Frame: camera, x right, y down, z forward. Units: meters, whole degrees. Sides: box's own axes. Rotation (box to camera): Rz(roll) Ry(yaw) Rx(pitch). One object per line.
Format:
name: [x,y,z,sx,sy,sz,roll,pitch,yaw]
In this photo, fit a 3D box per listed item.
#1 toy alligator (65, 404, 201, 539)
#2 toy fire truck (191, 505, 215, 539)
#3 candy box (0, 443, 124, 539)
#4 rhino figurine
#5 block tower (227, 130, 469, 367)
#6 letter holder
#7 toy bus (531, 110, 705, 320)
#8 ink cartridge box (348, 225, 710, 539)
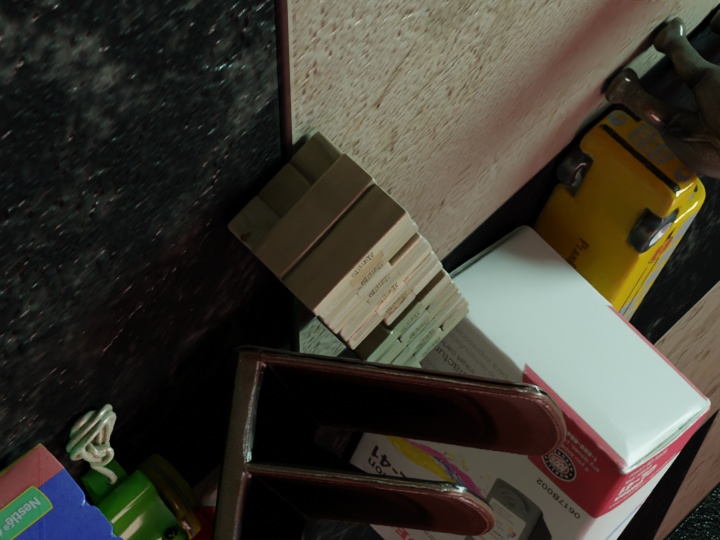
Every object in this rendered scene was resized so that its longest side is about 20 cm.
toy alligator: [-0.095,0.116,0.918,0.059,0.054,0.200,-42,163,-17]
toy fire truck: [-0.096,0.202,1.134,0.141,0.049,0.200,-45,164,-5]
candy box: [-0.173,0.185,0.845,0.169,0.077,0.200,-37,163,-27]
rhino figurine: [0.215,-0.099,1.140,0.200,0.087,0.060,-24,154,-53]
block tower: [0.000,0.000,0.886,0.058,0.054,0.200,-45,165,-3]
letter holder: [0.020,0.107,0.960,0.200,0.141,0.101,66,30,-77]
toy bus: [0.133,-0.010,1.184,0.078,0.065,0.200,-34,160,-38]
ink cartridge box: [0.085,0.098,1.171,0.085,0.148,0.200,-33,158,-39]
